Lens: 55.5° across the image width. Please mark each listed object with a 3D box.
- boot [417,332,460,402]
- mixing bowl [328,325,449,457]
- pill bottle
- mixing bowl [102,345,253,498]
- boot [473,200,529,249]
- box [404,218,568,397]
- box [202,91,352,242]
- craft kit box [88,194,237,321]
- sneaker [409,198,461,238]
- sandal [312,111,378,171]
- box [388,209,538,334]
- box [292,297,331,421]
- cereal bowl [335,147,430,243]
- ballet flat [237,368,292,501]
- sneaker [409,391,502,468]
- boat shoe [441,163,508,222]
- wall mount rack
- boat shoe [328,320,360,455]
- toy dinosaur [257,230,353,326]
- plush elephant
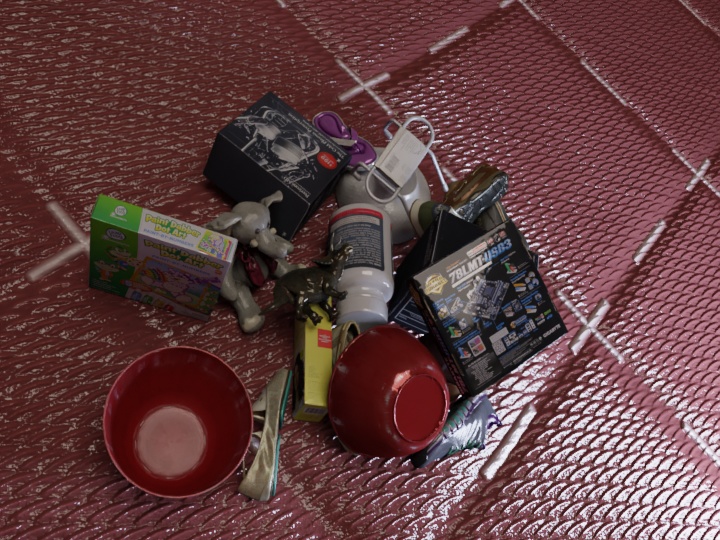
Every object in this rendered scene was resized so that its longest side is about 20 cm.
[{"bbox_3d":[0.117,0.119,1.141,0.198,0.168,0.073,34,10,-15],"label":"boot"},{"bbox_3d":[0.059,0.193,1.019,0.195,0.107,0.207,-3,96,-30],"label":"mixing bowl"},{"bbox_3d":[0.000,0.000,1.182,0.116,0.120,0.205,11,57,-18],"label":"pill bottle"},{"bbox_3d":[-0.254,0.219,0.939,0.194,0.109,0.206,12,57,-19],"label":"mixing bowl"},{"bbox_3d":[0.233,-0.079,1.371,0.137,0.078,0.201,-32,73,-27],"label":"boot"},{"bbox_3d":[0.196,0.056,1.054,0.197,0.050,0.202,-29,89,-17],"label":"box"},{"bbox_3d":[-0.144,-0.188,1.221,0.198,0.105,0.183,36,44,-1],"label":"box"},{"bbox_3d":[-0.294,-0.010,1.002,0.194,0.199,0.050,17,53,-13],"label":"craft kit box"},{"bbox_3d":[0.169,-0.050,1.251,0.201,0.088,0.068,51,61,-37],"label":"sneaker"},{"bbox_3d":[-0.040,-0.256,1.318,0.081,0.050,0.203,-33,51,-14],"label":"sandal"},{"bbox_3d":[0.174,0.028,1.196,0.195,0.199,0.126,23,53,-10],"label":"box"},{"bbox_3d":[-0.077,0.130,1.097,0.049,0.076,0.205,10,57,-18],"label":"box"},{"bbox_3d":[0.053,-0.159,1.325,0.194,0.084,0.206,11,58,-17],"label":"cereal bowl"},{"bbox_3d":[-0.143,0.233,1.013,0.060,0.068,0.205,10,57,-7],"label":"ballet flat"},{"bbox_3d":[0.166,0.276,1.126,0.198,0.074,0.088,-35,85,-36],"label":"sneaker"},{"bbox_3d":[0.200,-0.138,1.347,0.198,0.076,0.074,-35,55,-11],"label":"boat shoe"},{"bbox_3d":[0.083,-0.173,1.248,0.173,0.074,0.202,39,66,-7],"label":"wall mount rack"},{"bbox_3d":[-0.011,0.186,1.088,0.071,0.063,0.207,2,72,-25],"label":"boat shoe"},{"bbox_3d":[-0.085,0.031,1.075,0.197,0.078,0.103,-27,61,-26],"label":"toy dinosaur"},{"bbox_3d":[-0.171,-0.041,1.102,0.201,0.155,0.164,47,53,7],"label":"plush elephant"}]
